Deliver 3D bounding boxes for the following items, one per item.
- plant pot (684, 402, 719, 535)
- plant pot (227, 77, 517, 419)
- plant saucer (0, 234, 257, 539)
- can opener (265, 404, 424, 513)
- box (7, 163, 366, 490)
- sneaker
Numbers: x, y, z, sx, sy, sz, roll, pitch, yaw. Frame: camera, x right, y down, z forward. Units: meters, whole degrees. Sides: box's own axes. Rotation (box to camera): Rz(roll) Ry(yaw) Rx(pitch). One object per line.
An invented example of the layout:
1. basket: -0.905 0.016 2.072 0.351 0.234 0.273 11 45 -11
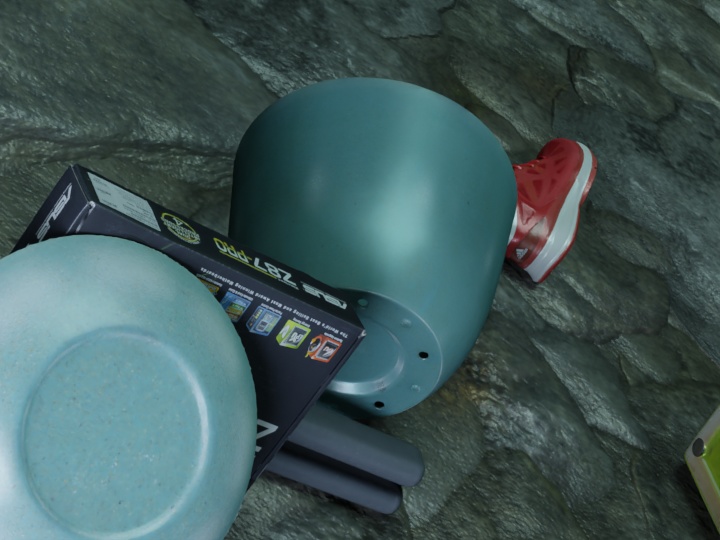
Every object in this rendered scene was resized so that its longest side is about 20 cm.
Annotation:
1. plant pot: 0.371 0.156 1.487 0.180 0.200 0.201 11 37 -27
2. plant pot: 0.000 0.000 1.305 0.200 0.201 0.162 27 43 -17
3. plant saucer: -0.131 0.083 0.992 0.200 0.202 0.039 17 -9 -32
4. can opener: -0.050 0.095 1.242 0.199 0.053 0.067 26 30 -21
5. box: -0.119 0.049 1.092 0.199 0.161 0.049 27 20 -36
6. sneaker: 0.135 -0.082 1.686 0.115 0.078 0.200 33 28 -10
